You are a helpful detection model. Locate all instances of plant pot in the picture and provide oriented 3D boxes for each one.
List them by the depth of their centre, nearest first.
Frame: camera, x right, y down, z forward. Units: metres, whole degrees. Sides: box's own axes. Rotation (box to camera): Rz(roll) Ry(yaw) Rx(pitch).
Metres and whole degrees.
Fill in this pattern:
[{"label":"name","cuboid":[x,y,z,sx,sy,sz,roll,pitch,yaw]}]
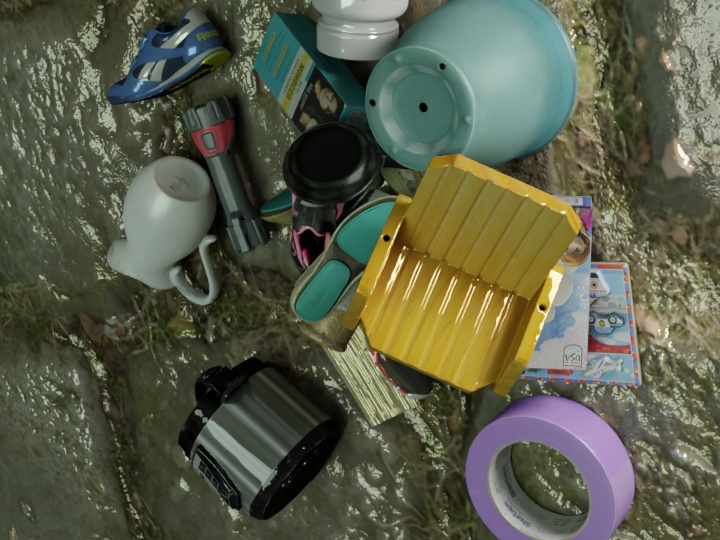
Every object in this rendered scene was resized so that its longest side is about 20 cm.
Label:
[{"label":"plant pot","cuboid":[0.109,-0.194,1.377,0.199,0.188,0.201,13,116,29]}]

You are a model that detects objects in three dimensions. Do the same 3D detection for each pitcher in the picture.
[{"label":"pitcher","cuboid":[-0.249,-0.049,1.736,0.171,0.121,0.200,32,136,0]}]

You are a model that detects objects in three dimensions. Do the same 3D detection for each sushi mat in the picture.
[{"label":"sushi mat","cuboid":[-0.004,0.109,1.690,0.096,0.012,0.200,-32,90,39]}]

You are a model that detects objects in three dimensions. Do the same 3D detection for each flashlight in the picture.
[{"label":"flashlight","cuboid":[-0.171,-0.126,1.671,0.068,0.068,0.201,4,116,64]}]

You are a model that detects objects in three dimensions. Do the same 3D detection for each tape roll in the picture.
[{"label":"tape roll","cuboid":[0.231,0.257,1.560,0.199,0.066,0.201,13,115,30]}]

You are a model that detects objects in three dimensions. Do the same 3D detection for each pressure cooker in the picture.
[{"label":"pressure cooker","cuboid":[-0.151,0.219,1.737,0.200,0.179,0.176,40,111,14]}]

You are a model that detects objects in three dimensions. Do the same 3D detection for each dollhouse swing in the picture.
[{"label":"dollhouse swing","cuboid":[0.110,0.009,1.332,0.199,0.182,0.176,25,163,-1]}]

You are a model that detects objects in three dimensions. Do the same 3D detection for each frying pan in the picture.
[{"label":"frying pan","cuboid":[0.002,-0.137,1.438,0.189,0.031,0.115,-20,132,2]}]

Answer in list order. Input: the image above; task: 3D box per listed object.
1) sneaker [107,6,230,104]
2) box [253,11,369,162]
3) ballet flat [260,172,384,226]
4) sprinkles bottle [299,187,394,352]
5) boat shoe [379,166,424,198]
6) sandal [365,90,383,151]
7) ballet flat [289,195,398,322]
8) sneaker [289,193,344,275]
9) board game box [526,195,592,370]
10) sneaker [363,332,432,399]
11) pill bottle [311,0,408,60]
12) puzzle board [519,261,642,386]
[{"label":"sneaker","cuboid":[-0.260,-0.277,1.669,0.200,0.074,0.082,-22,94,31]},{"label":"box","cuboid":[-0.056,-0.219,1.512,0.200,0.049,0.082,55,132,38]},{"label":"ballet flat","cuboid":[-0.047,-0.091,1.607,0.200,0.071,0.071,-28,92,38]},{"label":"sprinkles bottle","cuboid":[0.000,0.000,1.552,0.068,0.068,0.200,32,96,19]},{"label":"boat shoe","cuboid":[0.101,-0.082,1.501,0.200,0.073,0.063,47,128,10]},{"label":"sandal","cuboid":[0.002,-0.184,1.531,0.200,0.054,0.081,21,120,51]},{"label":"ballet flat","cuboid":[-0.012,-0.022,1.483,0.200,0.069,0.070,-45,82,22]},{"label":"sneaker","cuboid":[-0.056,-0.025,1.574,0.079,0.096,0.200,1,144,5]},{"label":"board game box","cuboid":[0.163,0.014,1.455,0.199,0.043,0.200,1,111,9]},{"label":"sneaker","cuboid":[0.049,0.068,1.600,0.082,0.077,0.200,-26,94,32]},{"label":"pill bottle","cuboid":[0.001,-0.347,1.433,0.113,0.113,0.201,18,118,27]},{"label":"puzzle board","cuboid":[0.231,0.063,1.510,0.199,0.017,0.151,0,109,33]}]
